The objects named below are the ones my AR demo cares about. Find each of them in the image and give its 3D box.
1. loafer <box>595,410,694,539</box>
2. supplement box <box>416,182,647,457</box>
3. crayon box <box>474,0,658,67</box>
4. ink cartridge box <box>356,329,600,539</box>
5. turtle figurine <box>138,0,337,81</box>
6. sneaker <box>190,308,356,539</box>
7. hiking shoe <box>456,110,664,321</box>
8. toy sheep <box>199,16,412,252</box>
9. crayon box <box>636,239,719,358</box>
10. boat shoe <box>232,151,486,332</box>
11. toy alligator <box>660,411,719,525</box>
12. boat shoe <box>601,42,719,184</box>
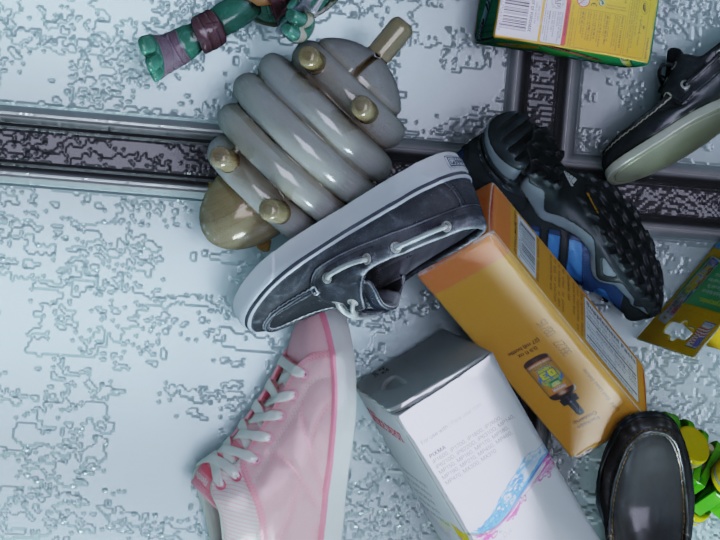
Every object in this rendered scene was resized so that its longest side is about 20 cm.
[{"bbox_3d":[0.207,0.196,1.523,0.072,0.072,0.201,-5,117,-2],"label":"loafer"},{"bbox_3d":[0.122,0.037,1.500,0.066,0.069,0.200,-28,117,23],"label":"supplement box"},{"bbox_3d":[0.157,-0.253,1.522,0.118,0.058,0.202,8,92,-12],"label":"crayon box"},{"bbox_3d":[0.089,0.152,1.493,0.085,0.148,0.201,-30,100,-8],"label":"ink cartridge box"},{"bbox_3d":[-0.060,-0.204,1.460,0.199,0.101,0.151,-19,62,4],"label":"turtle figurine"},{"bbox_3d":[-0.063,0.117,1.496,0.104,0.075,0.202,3,98,-16],"label":"sneaker"},{"bbox_3d":[0.138,-0.031,1.536,0.086,0.075,0.200,-29,118,36],"label":"hiking shoe"},{"bbox_3d":[-0.034,-0.092,1.459,0.200,0.138,0.138,-43,101,4],"label":"toy sheep"},{"bbox_3d":[0.296,-0.005,1.534,0.052,0.126,0.200,42,86,-11],"label":"crayon box"},{"bbox_3d":[0.000,0.000,1.435,0.199,0.072,0.068,-32,70,23],"label":"boat shoe"},{"bbox_3d":[0.266,0.157,1.579,0.199,0.059,0.054,35,47,-11],"label":"toy alligator"},{"bbox_3d":[0.249,-0.138,1.546,0.199,0.074,0.066,-35,73,8],"label":"boat shoe"}]
